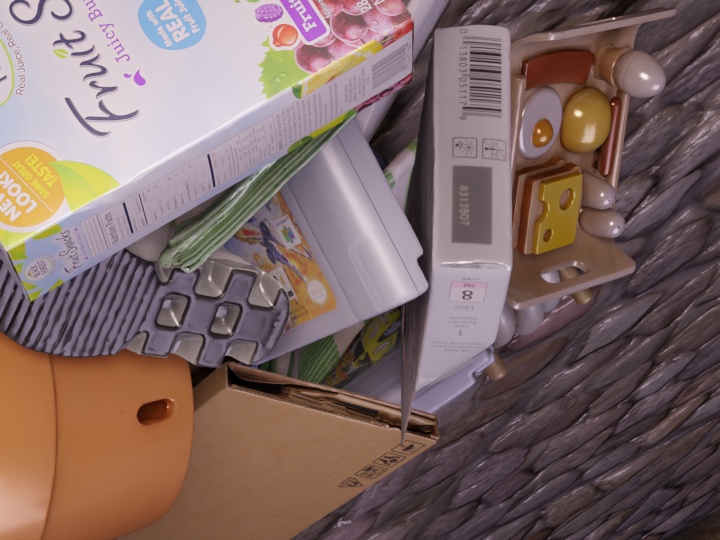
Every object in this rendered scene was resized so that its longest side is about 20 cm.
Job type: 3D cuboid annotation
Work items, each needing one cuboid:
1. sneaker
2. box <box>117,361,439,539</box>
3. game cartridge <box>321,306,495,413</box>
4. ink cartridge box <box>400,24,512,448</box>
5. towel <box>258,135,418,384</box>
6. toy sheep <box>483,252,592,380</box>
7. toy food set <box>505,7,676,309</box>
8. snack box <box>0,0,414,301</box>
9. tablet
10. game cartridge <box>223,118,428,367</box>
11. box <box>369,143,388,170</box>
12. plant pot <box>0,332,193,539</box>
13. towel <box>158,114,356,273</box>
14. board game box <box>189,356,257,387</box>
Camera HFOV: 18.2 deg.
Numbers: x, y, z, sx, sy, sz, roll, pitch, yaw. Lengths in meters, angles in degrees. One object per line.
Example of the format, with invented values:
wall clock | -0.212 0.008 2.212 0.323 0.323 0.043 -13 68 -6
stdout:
sneaker | -0.137 -0.002 1.147 0.199 0.088 0.074 18 106 -43
box | -0.075 0.124 1.389 0.163 0.021 0.200 17 142 -35
game cartridge | 0.025 0.052 1.504 0.133 0.041 0.200 -40 -164 13
ink cartridge box | 0.053 -0.015 1.276 0.057 0.163 0.200 1 146 0
towel | 0.000 0.000 1.440 0.200 0.023 0.153 -48 162 -28
toy sheep | 0.095 -0.006 1.657 0.200 0.138 0.138 -41 165 -18
toy food set | 0.158 -0.080 1.562 0.143 0.060 0.201 -17 120 -44
snack box | -0.102 -0.110 0.975 0.199 0.169 0.068 -32 161 -9
tablet | 0.041 -0.151 1.214 0.200 0.014 0.130 -62 178 -32
game cartridge | -0.044 -0.025 1.236 0.041 0.134 0.200 -33 -176 -29
box | -0.070 -0.019 1.477 0.200 0.040 0.137 -36 161 6
plant pot | -0.182 0.075 1.222 0.139 0.201 0.200 -3 147 -34
towel | -0.049 -0.093 1.143 0.152 0.023 0.200 -43 -157 18
board game box | -0.131 0.047 1.417 0.199 0.041 0.200 -29 159 -9
